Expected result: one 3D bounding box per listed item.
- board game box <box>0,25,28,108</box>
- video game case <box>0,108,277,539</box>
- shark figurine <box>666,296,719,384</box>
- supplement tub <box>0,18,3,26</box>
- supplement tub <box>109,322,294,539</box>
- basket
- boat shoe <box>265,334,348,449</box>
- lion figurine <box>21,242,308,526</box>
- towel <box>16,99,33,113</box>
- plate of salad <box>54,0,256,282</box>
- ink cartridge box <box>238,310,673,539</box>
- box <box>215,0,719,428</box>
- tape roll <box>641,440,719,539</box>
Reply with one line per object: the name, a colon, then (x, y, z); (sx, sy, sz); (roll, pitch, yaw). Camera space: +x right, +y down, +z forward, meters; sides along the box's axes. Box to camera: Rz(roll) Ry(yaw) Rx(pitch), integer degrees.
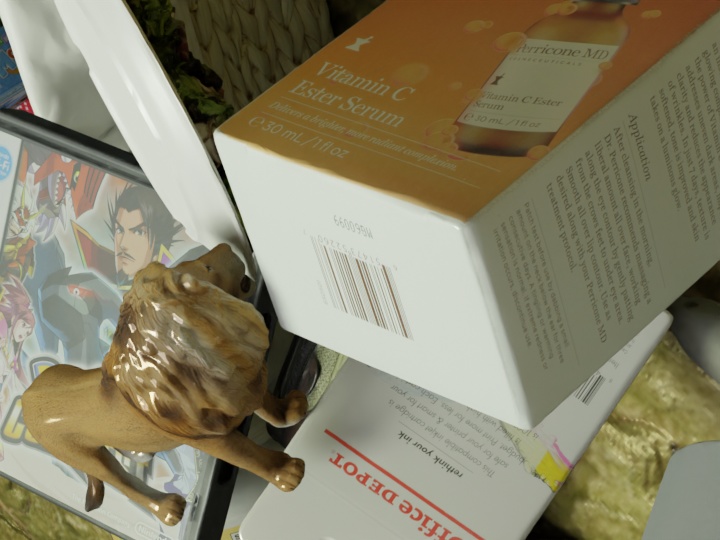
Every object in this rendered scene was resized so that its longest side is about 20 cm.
board game box: (-0.237, -0.097, 1.459); (0.037, 0.151, 0.200); (56, 148, -4)
video game case: (-0.132, 0.031, 1.263); (0.200, 0.025, 0.181); (22, 103, 34)
shark figurine: (0.206, 0.042, 1.094); (0.128, 0.089, 0.214); (49, 153, 1)
supplement tub: (-0.243, -0.227, 1.362); (0.200, 0.145, 0.145); (56, 151, -4)
supplement tub: (-0.065, 0.129, 1.363); (0.145, 0.145, 0.200); (18, 138, 45)
basket: (-0.100, -0.141, 1.282); (0.135, 0.123, 0.200); (23, 141, 40)
boat shoe: (0.000, 0.001, 1.246); (0.066, 0.201, 0.072); (16, -179, 25)
lion figurine: (-0.102, 0.060, 1.134); (0.122, 0.073, 0.200); (33, 138, -33)
towel: (-0.216, -0.150, 1.543); (0.200, 0.022, 0.145); (18, 135, 43)
plate of salad: (-0.089, -0.086, 1.127); (0.200, 0.048, 0.200); (58, 171, 14)
ink cartridge box: (0.043, 0.072, 1.172); (0.116, 0.200, 0.067); (35, 178, 3)
box: (0.069, -0.052, 1.045); (0.152, 0.200, 0.107); (20, 140, 43)
tape roll: (0.222, 0.148, 1.119); (0.200, 0.066, 0.200); (21, 163, 7)
